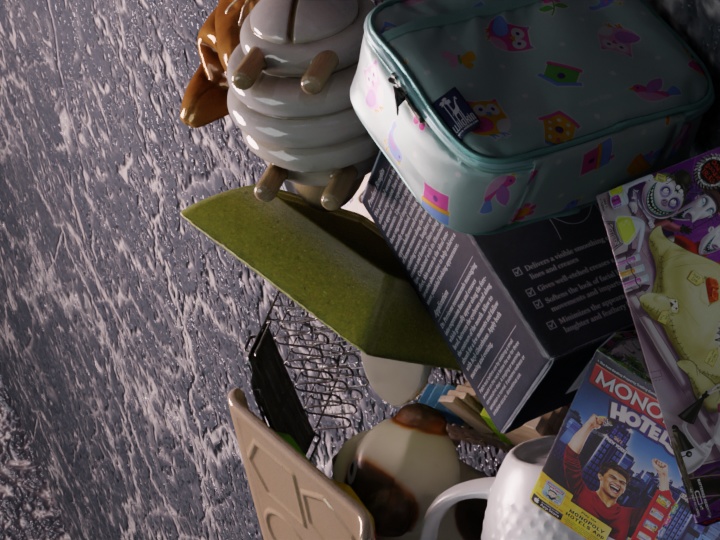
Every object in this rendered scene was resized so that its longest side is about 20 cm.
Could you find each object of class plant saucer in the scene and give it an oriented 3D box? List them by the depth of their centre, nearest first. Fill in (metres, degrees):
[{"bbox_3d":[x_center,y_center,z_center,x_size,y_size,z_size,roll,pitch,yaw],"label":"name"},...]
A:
[{"bbox_3d":[0.000,0.000,1.125,0.199,0.200,0.048,35,101,32],"label":"plant saucer"}]

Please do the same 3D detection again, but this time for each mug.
[{"bbox_3d":[0.134,0.214,1.122,0.199,0.148,0.176,0,100,27],"label":"mug"}]

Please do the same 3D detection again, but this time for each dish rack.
[{"bbox_3d":[-0.032,0.062,1.310,0.054,0.200,0.154,-2,131,26],"label":"dish rack"}]

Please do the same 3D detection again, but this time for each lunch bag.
[{"bbox_3d":[0.098,-0.113,0.932,0.161,0.199,0.077,58,151,29],"label":"lunch bag"}]

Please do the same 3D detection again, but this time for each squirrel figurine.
[{"bbox_3d":[-0.057,-0.225,1.176,0.187,0.141,0.201,91,-170,-58],"label":"squirrel figurine"}]

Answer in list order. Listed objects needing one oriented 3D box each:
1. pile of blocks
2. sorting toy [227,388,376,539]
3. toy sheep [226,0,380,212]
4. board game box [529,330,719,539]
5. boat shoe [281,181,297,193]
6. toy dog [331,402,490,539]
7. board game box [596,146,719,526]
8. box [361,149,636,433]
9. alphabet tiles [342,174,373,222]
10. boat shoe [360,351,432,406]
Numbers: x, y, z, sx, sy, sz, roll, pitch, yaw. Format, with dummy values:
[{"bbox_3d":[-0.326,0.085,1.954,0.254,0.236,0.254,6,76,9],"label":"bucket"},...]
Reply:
[{"bbox_3d":[0.101,0.100,1.234,0.082,0.062,0.200,39,160,-24],"label":"pile of blocks"},{"bbox_3d":[-0.032,0.205,1.222,0.200,0.036,0.186,40,150,42],"label":"sorting toy"},{"bbox_3d":[-0.031,-0.127,1.053,0.138,0.137,0.201,44,148,44],"label":"toy sheep"},{"bbox_3d":[0.225,0.118,0.938,0.200,0.062,0.200,33,135,16],"label":"board game box"},{"bbox_3d":[-0.062,-0.144,1.411,0.071,0.072,0.201,4,122,54],"label":"boat shoe"},{"bbox_3d":[0.053,0.199,1.253,0.193,0.140,0.200,10,151,42],"label":"toy dog"},{"bbox_3d":[0.216,0.029,0.864,0.032,0.120,0.201,31,-138,-63],"label":"board game box"},{"bbox_3d":[0.117,-0.020,1.022,0.201,0.148,0.107,60,153,22],"label":"box"},{"bbox_3d":[0.036,-0.102,1.203,0.200,0.006,0.167,-16,77,48],"label":"alphabet tiles"},{"bbox_3d":[0.053,0.024,1.282,0.070,0.071,0.202,32,131,28],"label":"boat shoe"}]
